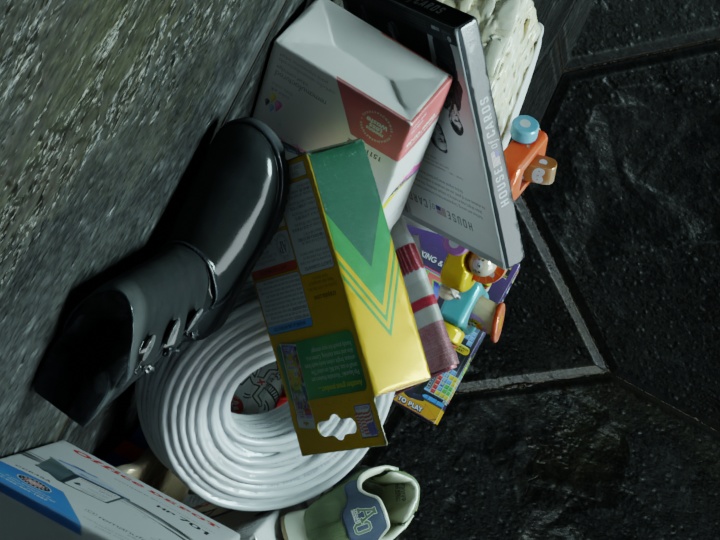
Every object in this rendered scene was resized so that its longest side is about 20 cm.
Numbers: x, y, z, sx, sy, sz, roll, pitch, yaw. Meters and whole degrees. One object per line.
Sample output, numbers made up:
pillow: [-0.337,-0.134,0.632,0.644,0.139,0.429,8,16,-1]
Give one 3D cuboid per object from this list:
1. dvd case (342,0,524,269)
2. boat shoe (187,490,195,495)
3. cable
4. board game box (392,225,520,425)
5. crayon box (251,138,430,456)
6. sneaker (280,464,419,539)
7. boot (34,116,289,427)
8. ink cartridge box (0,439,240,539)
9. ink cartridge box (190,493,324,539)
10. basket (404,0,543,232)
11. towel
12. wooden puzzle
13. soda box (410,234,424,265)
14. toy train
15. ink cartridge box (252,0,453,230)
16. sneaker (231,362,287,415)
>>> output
dvd case: [0.051,-0.111,1.563,0.025,0.150,0.201,-30,125,-23]
boat shoe: [-0.095,0.111,1.838,0.072,0.060,0.202,-45,-157,57]
cable: [-0.070,0.085,1.595,0.200,0.199,0.069,-49,-142,11]
board game box: [0.021,0.022,1.940,0.166,0.199,0.057,-62,176,-4]
crayon box: [-0.020,0.021,1.469,0.051,0.202,0.125,-15,180,-30]
sneaker: [0.011,0.188,1.684,0.089,0.068,0.200,-22,179,18]
boot: [-0.124,-0.004,1.362,0.200,0.065,0.166,-30,141,-64]
ink cartridge box: [-0.171,0.181,1.340,0.086,0.146,0.200,-64,174,5]
ink cartridge box: [-0.102,0.235,1.690,0.145,0.085,0.200,-19,-175,18]
basket: [0.057,-0.149,1.746,0.123,0.135,0.201,66,44,-72]
towel: [0.000,0.000,1.668,0.023,0.201,0.144,-17,173,-35]
wooden puzzle: [-0.193,0.195,1.696,0.186,0.046,0.200,-65,169,20]
soda box: [0.022,0.010,1.812,0.200,0.067,0.064,58,22,-88]
toy train: [0.116,-0.020,1.750,0.150,0.055,0.201,-48,157,-42]
ink cartridge box: [-0.020,-0.084,1.543,0.068,0.116,0.201,-50,167,-39]
sneaker: [-0.070,0.044,1.732,0.202,0.107,0.067,-56,171,-44]
